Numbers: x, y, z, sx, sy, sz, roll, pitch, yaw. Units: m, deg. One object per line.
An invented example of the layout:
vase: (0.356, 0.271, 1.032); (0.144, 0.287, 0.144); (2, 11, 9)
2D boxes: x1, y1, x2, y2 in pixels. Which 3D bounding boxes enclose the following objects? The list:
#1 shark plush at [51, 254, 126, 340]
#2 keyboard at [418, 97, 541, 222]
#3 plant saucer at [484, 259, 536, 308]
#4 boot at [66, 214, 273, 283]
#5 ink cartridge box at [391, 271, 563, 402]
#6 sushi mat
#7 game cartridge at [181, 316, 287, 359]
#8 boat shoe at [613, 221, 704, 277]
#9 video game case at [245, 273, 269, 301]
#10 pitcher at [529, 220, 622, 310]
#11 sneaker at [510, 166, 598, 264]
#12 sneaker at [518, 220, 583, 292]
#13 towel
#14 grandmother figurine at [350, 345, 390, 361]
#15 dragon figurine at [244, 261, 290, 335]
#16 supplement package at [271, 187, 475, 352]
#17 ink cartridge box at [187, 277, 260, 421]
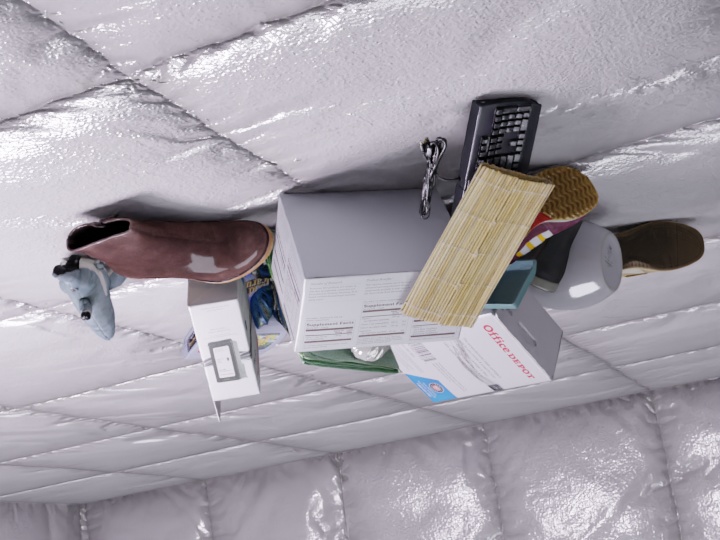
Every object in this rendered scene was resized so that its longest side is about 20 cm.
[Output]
shark plush: (-0.339, 0.027, 1.445); (0.090, 0.084, 0.200); (-5, 164, -11)
keyboard: (0.117, -0.093, 1.206); (0.125, 0.021, 0.202); (-5, 133, -12)
plant saucer: (0.130, 0.019, 1.415); (0.199, 0.070, 0.019); (-2, 138, 48)
boot: (-0.218, -0.029, 1.332); (0.198, 0.073, 0.166); (-11, 166, 22)
ink cartridge box: (0.141, 0.086, 1.486); (0.198, 0.085, 0.145); (-16, 131, 40)
sushi mat: (0.124, -0.023, 1.239); (0.095, 0.012, 0.201); (12, 121, -28)
game cartridge: (-0.177, 0.089, 1.664); (0.131, 0.041, 0.200); (-5, 163, -22)
boat shoe: (0.396, -0.028, 1.661); (0.197, 0.075, 0.066); (-5, 177, -5)
video game case: (-0.112, 0.040, 1.669); (0.198, 0.046, 0.181); (-15, 163, 23)
pitcher: (0.239, -0.012, 1.555); (0.198, 0.123, 0.171); (-4, 162, 33)
sneaker: (0.193, -0.058, 1.365); (0.198, 0.076, 0.090); (-24, 167, -26)
sneaker: (0.178, -0.058, 1.461); (0.198, 0.107, 0.075); (22, -172, -7)
towel: (-0.039, 0.036, 1.420); (0.151, 0.202, 0.023); (9, 135, -37)
grandmother figurine: (0.022, 0.031, 1.420); (0.119, 0.201, 0.061); (5, 133, 6)
dragon figurine: (-0.108, 0.045, 1.513); (0.058, 0.203, 0.099); (1, -161, 25)
supplement package: (0.009, -0.004, 1.326); (0.197, 0.157, 0.112); (-3, 130, -16)
ink cartridge box: (-0.173, 0.085, 1.496); (0.067, 0.117, 0.202); (-8, 127, 0)
